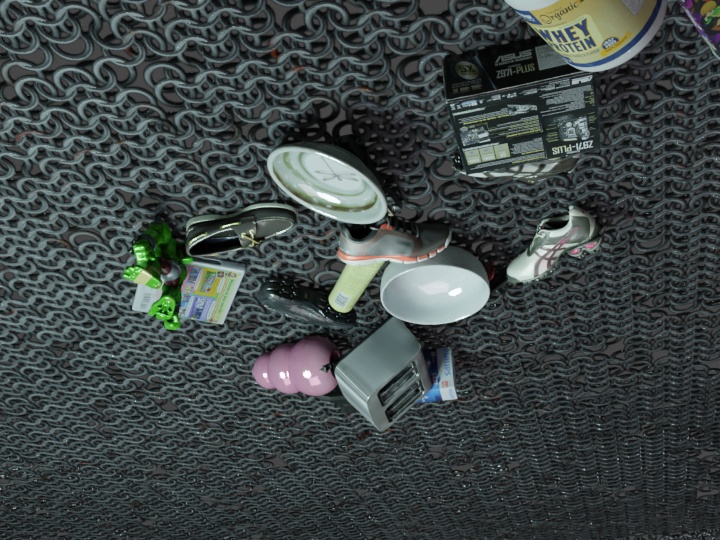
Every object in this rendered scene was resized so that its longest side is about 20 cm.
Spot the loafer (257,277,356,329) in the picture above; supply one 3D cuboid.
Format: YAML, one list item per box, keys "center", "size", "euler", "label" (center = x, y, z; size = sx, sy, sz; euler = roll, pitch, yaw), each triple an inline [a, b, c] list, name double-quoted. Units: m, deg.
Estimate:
- center: [-0.102, 0.067, 1.684]
  size: [0.200, 0.068, 0.070]
  euler: [21, 149, -21]
  label: "loafer"

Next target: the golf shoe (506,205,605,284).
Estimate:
- center: [0.328, -0.048, 1.536]
  size: [0.200, 0.077, 0.088]
  euler: [-32, 116, 34]
  label: "golf shoe"

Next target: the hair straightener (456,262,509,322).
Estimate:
- center: [0.239, 0.051, 1.689]
  size: [0.077, 0.041, 0.200]
  euler: [11, 144, -17]
  label: "hair straightener"

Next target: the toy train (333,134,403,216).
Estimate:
- center: [0.013, -0.148, 1.391]
  size: [0.046, 0.034, 0.200]
  euler: [-6, 147, 30]
  label: "toy train"

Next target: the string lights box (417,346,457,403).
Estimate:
- center: [0.106, 0.234, 1.902]
  size: [0.199, 0.103, 0.059]
  euler: [-9, 145, 10]
  label: "string lights box"

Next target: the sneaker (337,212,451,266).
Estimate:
- center: [0.058, -0.062, 1.490]
  size: [0.199, 0.077, 0.082]
  euler: [-10, 125, -6]
  label: "sneaker"

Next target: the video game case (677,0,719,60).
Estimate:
- center: [0.472, -0.365, 1.026]
  size: [0.200, 0.036, 0.181]
  euler: [-40, 135, 19]
  label: "video game case"

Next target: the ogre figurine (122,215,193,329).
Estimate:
- center: [-0.338, -0.002, 1.498]
  size: [0.098, 0.120, 0.200]
  euler: [-17, 131, 22]
  label: "ogre figurine"

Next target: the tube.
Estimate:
- center: [0.000, 0.000, 1.606]
  size: [0.058, 0.052, 0.200]
  euler: [-31, 160, -41]
  label: "tube"

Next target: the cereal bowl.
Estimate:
- center: [0.134, 0.014, 1.593]
  size: [0.199, 0.084, 0.200]
  euler: [-1, 147, -1]
  label: "cereal bowl"

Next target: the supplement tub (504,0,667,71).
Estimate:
- center: [0.247, -0.340, 1.015]
  size: [0.144, 0.145, 0.200]
  euler: [-29, 137, 35]
  label: "supplement tub"

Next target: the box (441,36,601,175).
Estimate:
- center: [0.228, -0.233, 1.226]
  size: [0.199, 0.086, 0.164]
  euler: [-10, 145, 13]
  label: "box"

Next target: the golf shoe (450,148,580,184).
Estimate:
- center: [0.240, -0.163, 1.340]
  size: [0.199, 0.078, 0.095]
  euler: [-6, 146, 9]
  label: "golf shoe"

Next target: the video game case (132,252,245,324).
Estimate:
- center: [-0.329, 0.032, 1.660]
  size: [0.182, 0.022, 0.200]
  euler: [10, 143, -16]
  label: "video game case"

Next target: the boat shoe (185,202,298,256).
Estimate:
- center: [-0.201, -0.064, 1.484]
  size: [0.201, 0.061, 0.072]
  euler: [-10, 145, 13]
  label: "boat shoe"

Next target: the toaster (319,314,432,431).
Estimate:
- center: [0.044, 0.212, 1.782]
  size: [0.200, 0.119, 0.181]
  euler: [-39, 146, -14]
  label: "toaster"

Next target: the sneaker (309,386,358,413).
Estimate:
- center: [-0.040, 0.296, 2.028]
  size: [0.199, 0.060, 0.104]
  euler: [4, 141, -14]
  label: "sneaker"

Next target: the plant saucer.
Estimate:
- center: [-0.044, -0.145, 1.345]
  size: [0.200, 0.050, 0.200]
  euler: [20, 158, 8]
  label: "plant saucer"

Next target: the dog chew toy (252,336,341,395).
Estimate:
- center: [-0.139, 0.206, 1.844]
  size: [0.200, 0.125, 0.125]
  euler: [-9, 146, 25]
  label: "dog chew toy"
